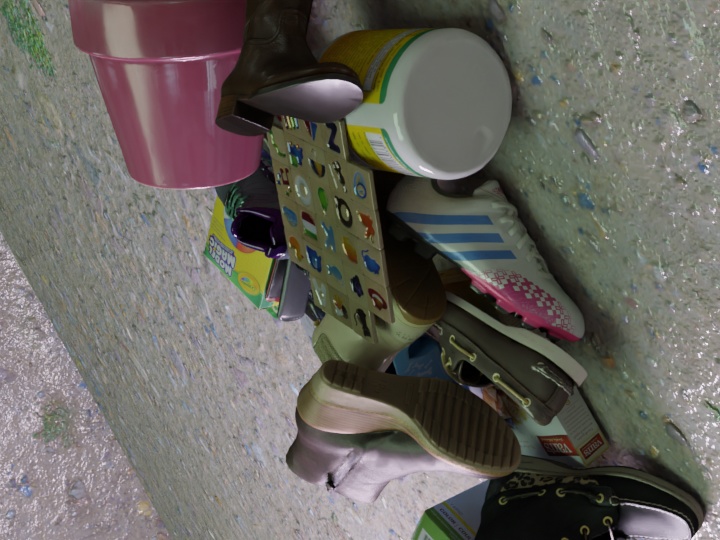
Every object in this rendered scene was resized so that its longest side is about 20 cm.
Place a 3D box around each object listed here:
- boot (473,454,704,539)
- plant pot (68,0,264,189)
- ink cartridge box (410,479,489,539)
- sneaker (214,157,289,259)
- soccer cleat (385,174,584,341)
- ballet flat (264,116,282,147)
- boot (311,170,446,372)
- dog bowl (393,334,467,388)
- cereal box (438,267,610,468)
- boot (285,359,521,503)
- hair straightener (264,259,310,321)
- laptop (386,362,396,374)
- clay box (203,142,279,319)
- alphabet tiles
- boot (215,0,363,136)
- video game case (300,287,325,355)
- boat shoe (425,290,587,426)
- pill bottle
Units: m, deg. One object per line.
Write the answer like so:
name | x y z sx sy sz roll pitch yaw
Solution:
boot | 0.179 0.238 1.110 0.198 0.151 0.074 8 135 29
plant pot | -0.161 -0.181 1.206 0.199 0.198 0.181 28 128 50
ink cartridge box | 0.162 0.269 1.239 0.148 0.199 0.076 42 130 30
sneaker | -0.110 -0.066 1.317 0.199 0.087 0.075 32 117 46
soccer cleat | 0.115 -0.021 1.077 0.199 0.087 0.070 34 -174 2
ballet flat | -0.056 -0.131 1.273 0.200 0.064 0.075 49 -168 31
boot | 0.000 0.000 1.178 0.156 0.072 0.202 -56 46 46
dog bowl | 0.074 0.117 1.250 0.112 0.049 0.200 59 -176 -18
cereal box | 0.136 0.089 1.210 0.202 0.039 0.144 60 158 -6
boot | 0.033 0.159 1.158 0.198 0.073 0.167 22 142 4
hair straightener | -0.049 -0.026 1.354 0.077 0.040 0.202 55 134 42
laptop | -0.002 0.069 1.371 0.199 0.115 0.189 20 137 56
clay box | -0.113 -0.050 1.437 0.115 0.047 0.202 41 128 34
alphabet tiles | -0.027 -0.043 1.086 0.166 0.006 0.202 30 136 51
boot | -0.046 -0.217 1.031 0.064 0.203 0.185 21 165 -37
video game case | -0.045 0.050 1.510 0.200 0.023 0.184 37 152 64
boat shoe | 0.104 0.071 1.106 0.199 0.060 0.072 26 168 48
pill bottle | 0.023 -0.137 1.050 0.199 0.112 0.114 15 134 58
